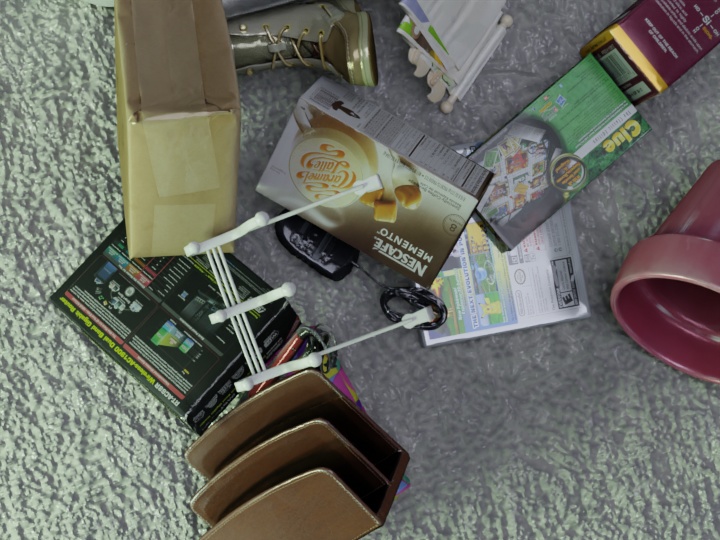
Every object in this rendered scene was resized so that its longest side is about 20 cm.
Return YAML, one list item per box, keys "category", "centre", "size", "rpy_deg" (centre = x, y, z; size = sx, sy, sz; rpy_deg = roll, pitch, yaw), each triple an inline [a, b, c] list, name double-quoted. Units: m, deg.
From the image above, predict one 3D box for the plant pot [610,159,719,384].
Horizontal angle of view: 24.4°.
- category: "plant pot"
  centre: [0.376, -0.007, 1.683]
  size: [0.200, 0.200, 0.179]
  rpy_deg: [32, 66, -5]

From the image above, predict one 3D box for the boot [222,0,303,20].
- category: "boot"
  centre: [-0.068, -0.323, 1.658]
  size: [0.199, 0.073, 0.182]
  rpy_deg: [-14, 45, -3]

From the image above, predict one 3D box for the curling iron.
- category: "curling iron"
  centre: [-0.091, 0.123, 1.602]
  size: [0.050, 0.026, 0.200]
  rpy_deg: [49, 116, 7]

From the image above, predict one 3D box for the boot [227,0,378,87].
- category: "boot"
  centre: [-0.067, -0.217, 1.621]
  size: [0.154, 0.200, 0.072]
  rpy_deg: [-7, 114, -8]

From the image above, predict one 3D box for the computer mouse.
- category: "computer mouse"
  centre: [0.000, 0.000, 1.687]
  size: [0.200, 0.034, 0.059]
  rpy_deg: [35, 74, -2]

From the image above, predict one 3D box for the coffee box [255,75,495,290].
- category: "coffee box"
  centre: [0.014, -0.087, 1.641]
  size: [0.200, 0.080, 0.115]
  rpy_deg: [31, 118, 2]

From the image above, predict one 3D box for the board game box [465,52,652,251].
- category: "board game box"
  centre: [0.194, -0.122, 1.714]
  size: [0.200, 0.023, 0.105]
  rpy_deg: [-39, 91, -9]

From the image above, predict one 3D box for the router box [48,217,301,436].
- category: "router box"
  centre: [-0.178, 0.039, 1.603]
  size: [0.200, 0.062, 0.150]
  rpy_deg: [39, 80, 23]

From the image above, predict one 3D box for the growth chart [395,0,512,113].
- category: "growth chart"
  centre: [0.090, -0.261, 1.672]
  size: [0.018, 0.200, 0.145]
  rpy_deg: [28, 71, 38]

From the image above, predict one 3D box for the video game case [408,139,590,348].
- category: "video game case"
  centre: [0.133, -0.034, 1.721]
  size: [0.182, 0.022, 0.201]
  rpy_deg: [-10, 88, -10]

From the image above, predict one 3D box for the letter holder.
- category: "letter holder"
  centre: [-0.079, 0.200, 1.563]
  size: [0.142, 0.101, 0.200]
  rpy_deg: [45, 125, -14]

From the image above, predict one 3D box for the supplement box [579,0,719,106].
- category: "supplement box"
  centre: [0.338, -0.266, 1.726]
  size: [0.200, 0.110, 0.086]
  rpy_deg: [-41, 93, -10]

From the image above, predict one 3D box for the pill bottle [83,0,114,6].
- category: "pill bottle"
  centre: [-0.247, -0.370, 1.641]
  size: [0.109, 0.109, 0.201]
  rpy_deg: [23, 82, -7]

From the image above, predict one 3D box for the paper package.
- category: "paper package"
  centre: [-0.172, -0.140, 1.547]
  size: [0.103, 0.200, 0.191]
  rpy_deg: [-4, 51, -9]

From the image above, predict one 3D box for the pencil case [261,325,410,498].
- category: "pencil case"
  centre: [-0.032, 0.152, 1.649]
  size: [0.088, 0.088, 0.200]
  rpy_deg: [-34, 91, -10]

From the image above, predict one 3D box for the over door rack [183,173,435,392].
- category: "over door rack"
  centre: [-0.043, 0.009, 1.521]
  size: [0.199, 0.067, 0.148]
  rpy_deg: [-21, 91, -10]
